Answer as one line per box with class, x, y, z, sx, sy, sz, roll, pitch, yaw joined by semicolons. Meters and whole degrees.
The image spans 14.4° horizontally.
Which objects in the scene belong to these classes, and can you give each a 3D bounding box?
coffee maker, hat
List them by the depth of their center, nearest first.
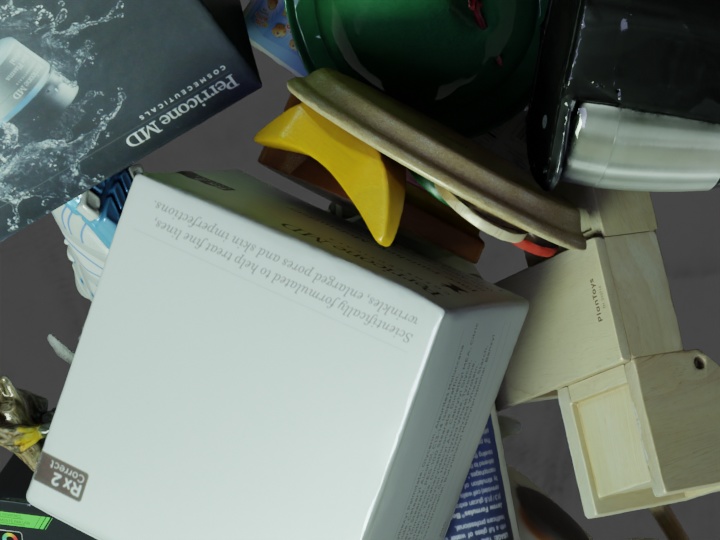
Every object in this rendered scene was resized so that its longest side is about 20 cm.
coffee maker;0.203;-0.118;1.511;0.199;0.135;0.193;8;133;-7
hat;0.023;-0.144;1.545;0.165;0.176;0.201;-3;107;10

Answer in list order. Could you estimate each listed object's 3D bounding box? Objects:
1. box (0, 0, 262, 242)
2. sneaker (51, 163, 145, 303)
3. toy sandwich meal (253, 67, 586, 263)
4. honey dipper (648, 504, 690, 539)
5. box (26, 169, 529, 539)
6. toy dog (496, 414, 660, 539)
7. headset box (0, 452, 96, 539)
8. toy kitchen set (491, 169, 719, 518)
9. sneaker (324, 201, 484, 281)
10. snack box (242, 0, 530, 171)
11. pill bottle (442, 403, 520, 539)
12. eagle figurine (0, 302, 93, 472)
box;-0.191;-0.150;1.600;0.196;0.118;0.200;-30;131;10
sneaker;-0.162;-0.025;1.759;0.087;0.075;0.200;-30;103;40
toy sandwich meal;0.028;-0.044;1.549;0.205;0.205;0.070;29;97;1
honey dipper;0.189;0.153;1.758;0.038;0.038;0.200;-22;111;28
box;-0.045;0.071;1.552;0.198;0.131;0.201;24;102;20
toy dog;0.125;0.197;1.742;0.199;0.139;0.195;16;95;28
headset box;-0.144;0.205;1.867;0.173;0.093;0.201;7;120;15
toy kitchen set;0.174;0.036;1.677;0.163;0.180;0.201;-26;74;57
sneaker;0.000;0.000;1.723;0.200;0.067;0.090;-32;68;50
snack box;0.025;-0.112;1.670;0.200;0.024;0.072;35;124;-3
pill bottle;0.033;0.137;1.652;0.111;0.111;0.201;-12;87;24
eagle figurine;-0.122;0.082;1.736;0.199;0.152;0.152;-27;83;19
